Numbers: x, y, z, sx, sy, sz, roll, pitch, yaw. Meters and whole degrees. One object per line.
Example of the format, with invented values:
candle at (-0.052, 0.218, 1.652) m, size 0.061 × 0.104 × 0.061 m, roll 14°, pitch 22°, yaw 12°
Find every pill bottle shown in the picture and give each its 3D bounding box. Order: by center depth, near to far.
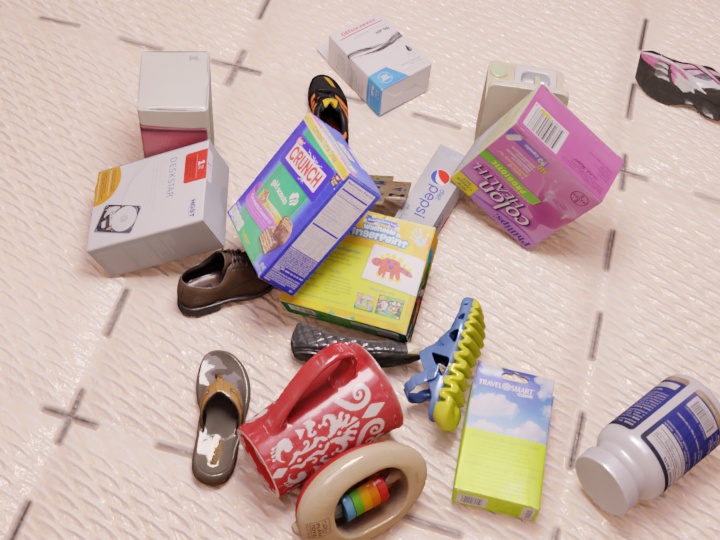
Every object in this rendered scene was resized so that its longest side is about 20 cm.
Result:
pill bottle at (0.396, 0.239, 1.428) m, size 0.199 × 0.116 × 0.116 m, roll -31°, pitch 62°, yaw -23°

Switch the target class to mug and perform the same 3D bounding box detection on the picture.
mug at (-0.066, 0.188, 1.409) m, size 0.199 × 0.179 × 0.133 m, roll -31°, pitch 23°, yaw -18°

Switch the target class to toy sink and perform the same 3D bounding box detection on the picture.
toy sink at (0.262, -0.265, 1.716) m, size 0.128 × 0.201 × 0.113 m, roll 8°, pitch 55°, yaw 3°

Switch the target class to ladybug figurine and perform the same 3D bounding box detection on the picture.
ladybug figurine at (-0.007, 0.288, 1.368) m, size 0.198 × 0.138 × 0.072 m, roll -21°, pitch 30°, yaw -24°

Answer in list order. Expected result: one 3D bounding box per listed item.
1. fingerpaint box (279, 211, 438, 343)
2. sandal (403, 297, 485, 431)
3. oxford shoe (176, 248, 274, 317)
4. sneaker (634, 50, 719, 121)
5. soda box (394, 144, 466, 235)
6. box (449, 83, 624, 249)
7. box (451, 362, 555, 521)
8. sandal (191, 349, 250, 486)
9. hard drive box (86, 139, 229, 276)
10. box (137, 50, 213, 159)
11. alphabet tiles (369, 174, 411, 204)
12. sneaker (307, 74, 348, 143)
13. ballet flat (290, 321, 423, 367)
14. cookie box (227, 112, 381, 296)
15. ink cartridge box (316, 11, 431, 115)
fingerpaint box at (0.000, 0.000, 1.555) m, size 0.197 × 0.073 × 0.169 m, roll 13°, pitch 76°, yaw 12°
sandal at (0.120, 0.124, 1.481) m, size 0.086 × 0.080 × 0.202 m, roll 10°, pitch 60°, yaw 27°
oxford shoe at (-0.183, 0.001, 1.574) m, size 0.198 × 0.085 × 0.073 m, roll -26°, pitch 59°, yaw -22°
sneaker at (0.588, -0.339, 1.876) m, size 0.198 × 0.081 × 0.087 m, roll 30°, pitch 46°, yaw 7°
soda box at (0.110, -0.104, 1.674) m, size 0.063 × 0.069 × 0.201 m, roll 24°, pitch 57°, yaw 13°
box at (0.267, -0.154, 1.606) m, size 0.176 × 0.200 × 0.097 m, roll 41°, pitch 59°, yaw -7°
box at (0.201, 0.236, 1.458) m, size 0.120 × 0.048 × 0.202 m, roll 12°, pitch 55°, yaw 4°
sandal at (-0.199, 0.197, 1.454) m, size 0.080 × 0.055 × 0.202 m, roll 6°, pitch 55°, yaw 0°
hard drive box at (-0.305, -0.094, 1.591) m, size 0.197 × 0.077 × 0.158 m, roll -14°, pitch 53°, yaw 15°
box at (-0.288, -0.231, 1.654) m, size 0.107 × 0.201 × 0.129 m, roll -1°, pitch 54°, yaw -5°
alphabet tiles at (-0.020, -0.131, 1.656) m, size 0.196 × 0.006 × 0.167 m, roll 4°, pitch 20°, yaw 6°
sneaker at (-0.050, -0.272, 1.766) m, size 0.069 × 0.091 × 0.202 m, roll -4°, pitch 56°, yaw -6°
ballet flat at (-0.004, 0.107, 1.520) m, size 0.196 × 0.067 × 0.058 m, roll 5°, pitch 65°, yaw 1°
cookie box at (-0.086, -0.097, 1.508) m, size 0.200 × 0.075 × 0.172 m, roll -48°, pitch 42°, yaw 14°
ink cartridge box at (0.020, -0.382, 1.860) m, size 0.115 × 0.068 × 0.200 m, roll -30°, pitch 62°, yaw -22°
